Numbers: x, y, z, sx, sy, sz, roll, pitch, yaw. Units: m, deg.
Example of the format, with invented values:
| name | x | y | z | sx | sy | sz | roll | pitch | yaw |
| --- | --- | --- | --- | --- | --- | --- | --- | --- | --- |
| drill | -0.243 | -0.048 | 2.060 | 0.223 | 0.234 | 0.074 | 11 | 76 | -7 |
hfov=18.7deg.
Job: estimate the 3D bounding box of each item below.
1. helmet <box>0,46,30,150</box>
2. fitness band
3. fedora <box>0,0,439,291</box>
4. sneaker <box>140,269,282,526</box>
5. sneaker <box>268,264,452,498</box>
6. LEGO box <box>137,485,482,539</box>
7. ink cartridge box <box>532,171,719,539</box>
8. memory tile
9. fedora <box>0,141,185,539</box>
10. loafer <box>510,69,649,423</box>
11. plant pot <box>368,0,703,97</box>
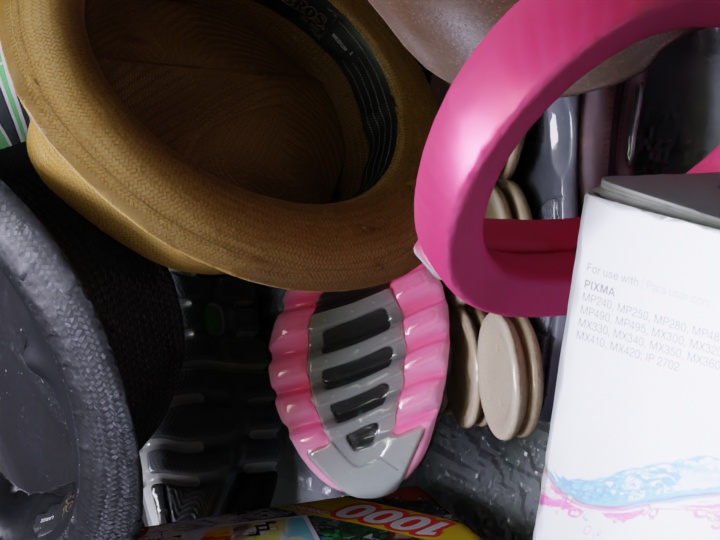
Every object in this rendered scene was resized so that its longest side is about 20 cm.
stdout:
| name | x | y | z | sx | sy | sz | roll | pitch | yaw |
| --- | --- | --- | --- | --- | --- | --- | --- | --- | --- |
| helmet | -0.126 | -0.122 | 0.961 | 0.191 | 0.199 | 0.201 | -84 | 0 | -80 |
| fitness band | 0.096 | -0.046 | 0.742 | 0.037 | 0.200 | 0.144 | 52 | 123 | 27 |
| fedora | -0.060 | -0.057 | 0.839 | 0.082 | 0.200 | 0.201 | -43 | 61 | 40 |
| sneaker | -0.098 | 0.052 | 1.068 | 0.115 | 0.075 | 0.201 | -18 | 69 | 52 |
| sneaker | 0.000 | 0.000 | 0.931 | 0.079 | 0.095 | 0.201 | -9 | 74 | 8 |
| LEGO box | -0.011 | 0.157 | 0.857 | 0.200 | 0.148 | 0.078 | -150 | 55 | -69 |
| ink cartridge box | 0.134 | 0.073 | 0.745 | 0.083 | 0.145 | 0.201 | 18 | 106 | 42 |
| memory tile | 0.042 | -0.036 | 0.891 | 0.153 | 0.017 | 0.201 | -178 | 84 | -76 |
| fedora | -0.134 | 0.021 | 0.892 | 0.200 | 0.092 | 0.201 | 23 | 130 | 30 |
| loafer | 0.093 | -0.038 | 0.850 | 0.072 | 0.063 | 0.201 | -134 | 43 | -70 |
| plant pot | 0.043 | -0.172 | 0.725 | 0.200 | 0.198 | 0.201 | -13 | 55 | 20 |
